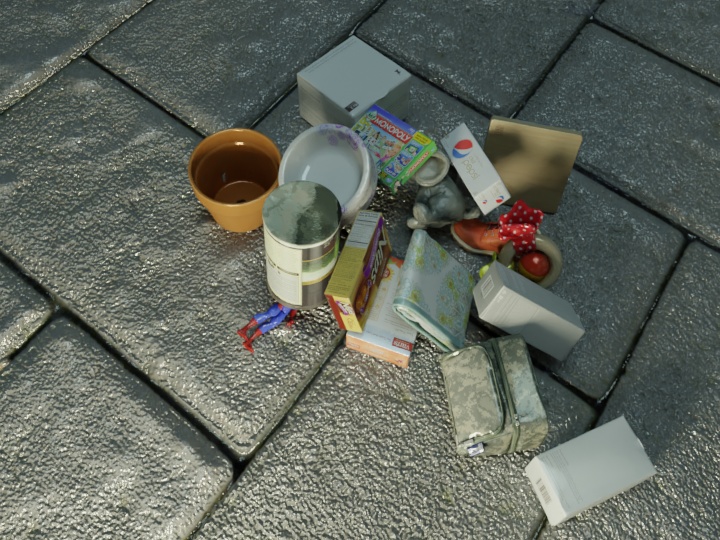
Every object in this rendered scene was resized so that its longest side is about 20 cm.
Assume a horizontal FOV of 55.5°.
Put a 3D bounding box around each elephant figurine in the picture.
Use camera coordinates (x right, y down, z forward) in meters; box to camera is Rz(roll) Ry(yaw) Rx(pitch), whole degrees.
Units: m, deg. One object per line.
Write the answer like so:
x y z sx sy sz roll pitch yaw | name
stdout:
0.148 -0.198 1.459 0.151 0.141 0.207 -4 83 -21 | elephant figurine

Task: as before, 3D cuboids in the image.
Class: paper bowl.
-0.061 -0.184 1.392 0.194 0.104 0.207 -4 76 16 | paper bowl

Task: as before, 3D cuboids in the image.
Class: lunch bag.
0.239 0.234 1.252 0.162 0.140 0.205 -11 61 2 | lunch bag

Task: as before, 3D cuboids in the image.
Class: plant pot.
-0.259 -0.179 1.457 0.193 0.141 0.205 1 59 -2 | plant pot

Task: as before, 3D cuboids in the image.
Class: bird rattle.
0.330 -0.030 1.378 0.159 0.204 0.113 23 26 -3 | bird rattle

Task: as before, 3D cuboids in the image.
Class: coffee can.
-0.110 -0.044 1.279 0.141 0.202 0.150 2 55 -3 | coffee can

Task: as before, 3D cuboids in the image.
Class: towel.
0.148 0.045 1.344 0.199 0.047 0.175 39 53 -32 | towel

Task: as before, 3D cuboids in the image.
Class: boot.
0.289 -0.081 1.455 0.195 0.108 0.076 21 58 11 | boot

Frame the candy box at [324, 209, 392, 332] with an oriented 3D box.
0.000 0.000 1.320 0.055 0.118 0.204 9 56 22 | candy box

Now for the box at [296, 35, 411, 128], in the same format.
-0.015 -0.412 1.611 0.199 0.132 0.198 40 64 23 | box

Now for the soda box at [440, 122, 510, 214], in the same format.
0.238 -0.216 1.432 0.067 0.064 0.203 -33 47 13 | soda box

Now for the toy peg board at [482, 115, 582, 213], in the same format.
0.365 -0.254 1.521 0.194 0.203 0.099 11 42 3 | toy peg board

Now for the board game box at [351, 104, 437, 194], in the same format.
0.050 -0.261 1.451 0.135 0.029 0.199 -46 52 -6 | board game box

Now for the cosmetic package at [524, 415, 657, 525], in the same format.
0.408 0.355 1.219 0.195 0.082 0.115 -17 61 -14 | cosmetic package

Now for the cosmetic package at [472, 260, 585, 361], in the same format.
0.323 0.077 1.317 0.197 0.091 0.108 31 23 -13 | cosmetic package

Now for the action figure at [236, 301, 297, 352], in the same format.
-0.154 0.077 1.358 0.051 0.066 0.200 25 59 37 | action figure

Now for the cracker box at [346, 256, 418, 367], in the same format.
0.063 0.077 1.374 0.130 0.058 0.204 18 59 9 | cracker box
